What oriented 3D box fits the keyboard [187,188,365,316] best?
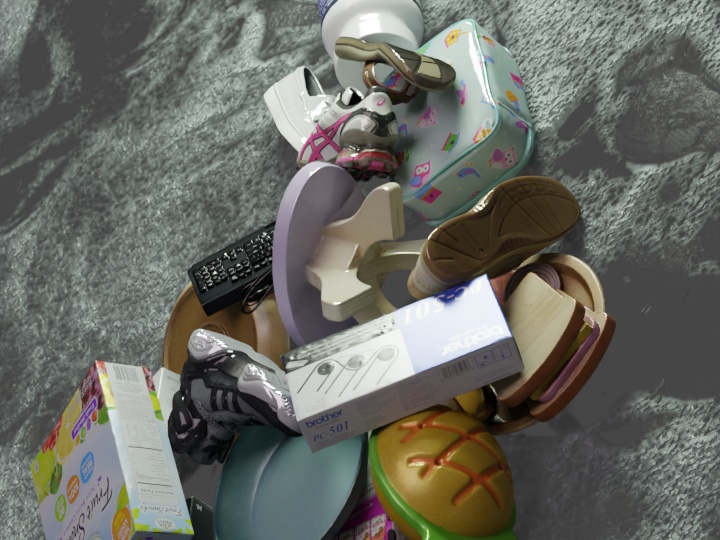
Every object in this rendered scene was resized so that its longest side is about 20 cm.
[{"bbox_3d":[-0.082,-0.026,1.862,0.199,0.040,0.104,-29,44,-1],"label":"keyboard"}]

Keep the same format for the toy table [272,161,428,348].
[{"bbox_3d":[0.000,0.000,1.773,0.117,0.201,0.184,15,41,41],"label":"toy table"}]

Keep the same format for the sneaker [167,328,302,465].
[{"bbox_3d":[-0.113,0.138,1.705,0.200,0.075,0.115,31,98,50],"label":"sneaker"}]

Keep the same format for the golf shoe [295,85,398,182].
[{"bbox_3d":[-0.009,-0.138,1.866,0.200,0.072,0.093,177,99,-67],"label":"golf shoe"}]

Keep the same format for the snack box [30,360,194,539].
[{"bbox_3d":[-0.240,0.217,1.738,0.169,0.067,0.201,-55,42,35],"label":"snack box"}]

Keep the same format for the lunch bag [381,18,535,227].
[{"bbox_3d":[0.091,-0.150,1.861,0.160,0.077,0.201,-39,37,26],"label":"lunch bag"}]

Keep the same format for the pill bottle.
[{"bbox_3d":[0.010,-0.291,2.029,0.115,0.116,0.201,-32,41,25],"label":"pill bottle"}]

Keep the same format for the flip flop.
[{"bbox_3d":[0.030,-0.199,1.849,0.200,0.081,0.058,26,101,58],"label":"flip flop"}]

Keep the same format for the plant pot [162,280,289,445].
[{"bbox_3d":[-0.149,0.087,1.906,0.199,0.027,0.202,-7,80,45],"label":"plant pot"}]

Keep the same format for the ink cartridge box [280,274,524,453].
[{"bbox_3d":[0.035,0.080,1.592,0.199,0.044,0.094,-22,37,2],"label":"ink cartridge box"}]

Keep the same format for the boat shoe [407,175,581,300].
[{"bbox_3d":[0.121,-0.030,1.684,0.072,0.199,0.065,56,142,15],"label":"boat shoe"}]

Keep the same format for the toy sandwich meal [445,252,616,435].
[{"bbox_3d":[0.137,0.060,1.650,0.204,0.070,0.206,-27,44,30],"label":"toy sandwich meal"}]

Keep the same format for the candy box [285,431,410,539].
[{"bbox_3d":[-0.002,0.218,1.680,0.136,0.061,0.201,-29,44,32],"label":"candy box"}]

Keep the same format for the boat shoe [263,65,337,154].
[{"bbox_3d":[-0.049,-0.168,2.041,0.069,0.072,0.200,-44,29,10],"label":"boat shoe"}]

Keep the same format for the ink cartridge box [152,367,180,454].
[{"bbox_3d":[-0.250,0.223,1.896,0.200,0.043,0.174,-46,27,37],"label":"ink cartridge box"}]

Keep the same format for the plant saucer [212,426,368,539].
[{"bbox_3d":[-0.057,0.193,1.680,0.199,0.036,0.201,-31,41,32],"label":"plant saucer"}]

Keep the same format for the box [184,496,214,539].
[{"bbox_3d":[-0.195,0.341,1.774,0.141,0.079,0.201,-28,43,34],"label":"box"}]

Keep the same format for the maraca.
[{"bbox_3d":[0.077,0.194,1.564,0.107,0.136,0.201,-64,35,35],"label":"maraca"}]
